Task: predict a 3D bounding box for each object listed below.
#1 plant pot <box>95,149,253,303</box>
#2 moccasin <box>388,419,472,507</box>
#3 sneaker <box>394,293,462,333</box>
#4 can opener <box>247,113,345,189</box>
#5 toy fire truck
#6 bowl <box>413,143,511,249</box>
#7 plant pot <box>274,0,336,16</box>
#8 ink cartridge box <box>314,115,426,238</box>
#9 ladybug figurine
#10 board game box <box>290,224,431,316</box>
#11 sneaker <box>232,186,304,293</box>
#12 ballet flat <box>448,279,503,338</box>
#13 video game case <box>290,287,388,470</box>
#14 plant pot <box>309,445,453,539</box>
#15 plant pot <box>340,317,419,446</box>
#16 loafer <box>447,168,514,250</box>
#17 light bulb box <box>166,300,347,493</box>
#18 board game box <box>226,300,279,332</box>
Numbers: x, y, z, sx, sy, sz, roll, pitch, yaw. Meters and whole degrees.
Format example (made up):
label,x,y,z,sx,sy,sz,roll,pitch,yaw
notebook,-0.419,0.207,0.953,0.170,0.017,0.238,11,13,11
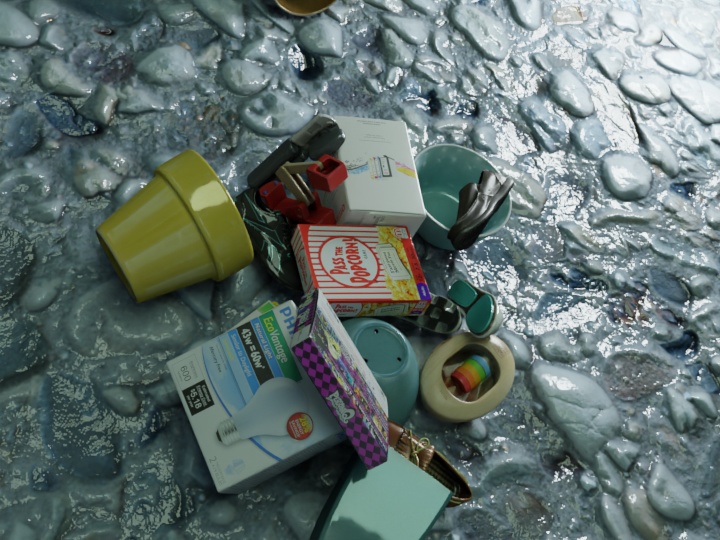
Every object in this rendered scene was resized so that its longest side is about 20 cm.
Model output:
label,x,y,z,sx,sy,sz,roll,pitch,yaw
plant pot,-0.293,-0.053,1.404,0.188,0.201,0.202,-31,73,-17
moccasin,0.085,0.287,1.360,0.201,0.077,0.074,45,59,-14
sneaker,0.082,0.055,1.550,0.199,0.088,0.075,30,86,17
can opener,-0.113,-0.193,1.549,0.052,0.199,0.067,28,38,-41
toy fire truck,-0.101,-0.128,1.495,0.198,0.142,0.049,17,46,36
bowl,0.164,-0.119,1.664,0.198,0.105,0.203,10,57,-15
plant pot,-0.136,-0.655,1.856,0.184,0.188,0.201,-11,50,-27
ink cartridge box,0.010,-0.141,1.591,0.143,0.148,0.202,2,59,-20
ladybug figurine,0.171,0.178,1.498,0.199,0.072,0.136,-29,73,-33
board game box,0.000,0.000,1.462,0.197,0.047,0.153,0,53,-24
sneaker,-0.140,-0.048,1.493,0.079,0.075,0.200,-43,93,7
ballet flat,0.206,0.070,1.534,0.068,0.070,0.200,10,16,-15
video game case,-0.024,0.141,1.234,0.201,0.036,0.182,59,10,-16
plant pot,0.008,0.367,1.279,0.141,0.142,0.201,34,64,2
plant pot,0.011,0.152,1.415,0.197,0.135,0.202,10,56,-15
loafer,0.192,-0.107,1.565,0.071,0.073,0.200,34,45,9
light bulb box,-0.134,0.181,1.288,0.198,0.125,0.200,-27,76,0
board game box,-0.171,0.128,1.429,0.096,0.030,0.199,45,52,10
